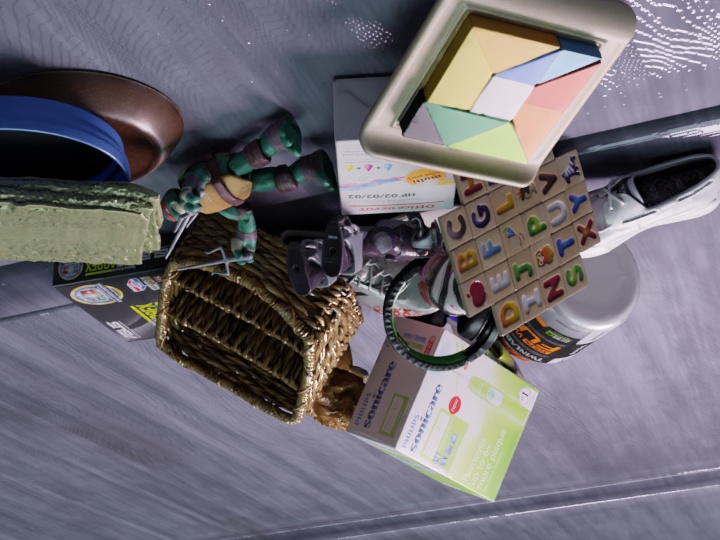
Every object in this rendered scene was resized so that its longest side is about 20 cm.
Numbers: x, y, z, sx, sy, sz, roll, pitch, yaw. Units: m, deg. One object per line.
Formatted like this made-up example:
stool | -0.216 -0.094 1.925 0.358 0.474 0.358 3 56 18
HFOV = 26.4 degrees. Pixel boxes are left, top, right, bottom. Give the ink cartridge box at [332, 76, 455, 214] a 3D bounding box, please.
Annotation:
ink cartridge box | 0.034 -0.109 1.470 0.114 0.068 0.200 -3 158 1

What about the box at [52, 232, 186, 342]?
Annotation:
box | -0.241 0.023 1.784 0.159 0.045 0.200 -9 156 14

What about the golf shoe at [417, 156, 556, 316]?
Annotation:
golf shoe | 0.150 -0.030 1.527 0.073 0.200 0.092 45 171 -24

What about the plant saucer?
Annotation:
plant saucer | -0.267 -0.125 1.447 0.199 0.035 0.200 -1 157 -1

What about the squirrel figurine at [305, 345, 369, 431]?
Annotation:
squirrel figurine | -0.057 0.102 1.789 0.141 0.201 0.187 -12 145 6

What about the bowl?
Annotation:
bowl | -0.311 -0.100 1.408 0.199 0.040 0.201 -2 157 -1

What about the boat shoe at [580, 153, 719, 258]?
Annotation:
boat shoe | 0.277 -0.070 1.569 0.199 0.072 0.069 -13 149 4

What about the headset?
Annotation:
headset | 0.115 0.018 1.634 0.200 0.094 0.124 -36 105 11

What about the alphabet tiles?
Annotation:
alphabet tiles | 0.157 -0.039 1.479 0.199 0.167 0.006 -27 -163 -37

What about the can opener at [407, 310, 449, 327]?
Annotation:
can opener | 0.103 0.022 1.738 0.078 0.064 0.200 16 152 -37

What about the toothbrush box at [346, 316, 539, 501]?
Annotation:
toothbrush box | 0.097 0.161 1.762 0.086 0.146 0.200 13 165 46

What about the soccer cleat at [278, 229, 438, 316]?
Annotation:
soccer cleat | 0.000 0.000 1.663 0.199 0.069 0.085 19 172 11

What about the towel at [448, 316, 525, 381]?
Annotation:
towel | 0.145 0.088 1.876 0.023 0.144 0.200 -42 156 -4

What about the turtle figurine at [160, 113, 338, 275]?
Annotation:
turtle figurine | -0.131 -0.075 1.497 0.199 0.101 0.150 -27 157 19

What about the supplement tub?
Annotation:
supplement tub | 0.228 0.034 1.752 0.122 0.123 0.200 3 161 -14

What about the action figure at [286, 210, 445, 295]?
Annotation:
action figure | 0.012 -0.030 1.553 0.130 0.070 0.200 -7 -173 35

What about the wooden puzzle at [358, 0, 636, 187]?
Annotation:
wooden puzzle | 0.118 -0.158 1.310 0.184 0.037 0.200 9 131 -26

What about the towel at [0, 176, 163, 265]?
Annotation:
towel | -0.285 -0.047 1.439 0.199 0.037 0.149 1 158 -9

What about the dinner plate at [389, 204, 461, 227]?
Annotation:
dinner plate | 0.098 -0.036 1.709 0.199 0.024 0.200 -2 158 -1

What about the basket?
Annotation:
basket | -0.118 0.047 1.619 0.199 0.149 0.143 29 165 17
